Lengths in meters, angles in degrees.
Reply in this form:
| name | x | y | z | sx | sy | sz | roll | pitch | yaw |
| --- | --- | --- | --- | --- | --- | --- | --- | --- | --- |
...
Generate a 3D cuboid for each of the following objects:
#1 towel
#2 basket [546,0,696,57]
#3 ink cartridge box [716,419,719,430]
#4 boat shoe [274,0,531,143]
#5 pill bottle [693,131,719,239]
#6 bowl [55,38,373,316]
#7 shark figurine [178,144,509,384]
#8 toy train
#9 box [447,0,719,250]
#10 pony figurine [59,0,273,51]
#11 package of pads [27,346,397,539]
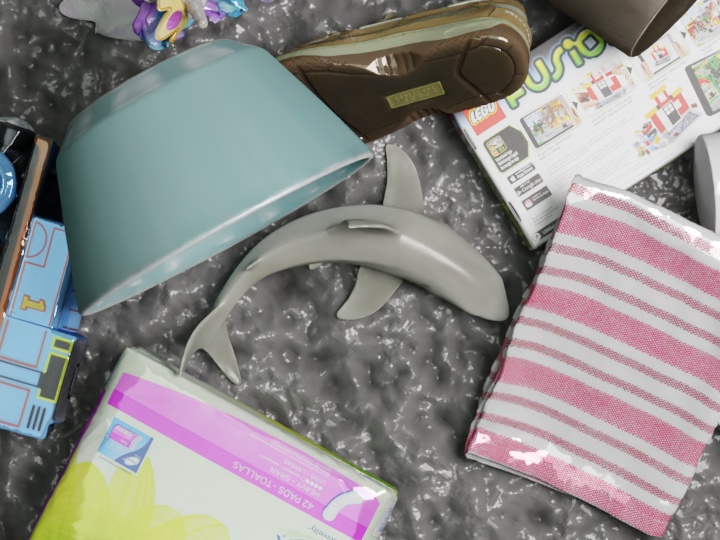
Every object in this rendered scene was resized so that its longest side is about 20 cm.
| name | x | y | z | sx | sy | sz | roll | pitch | yaw |
| --- | --- | --- | --- | --- | --- | --- | --- | --- | --- |
| towel | 0.162 | 0.057 | 1.099 | 0.145 | 0.030 | 0.202 | 22 | 111 | 3 |
| basket | 0.131 | -0.239 | 1.069 | 0.200 | 0.136 | 0.181 | 43 | 122 | 9 |
| ink cartridge box | 0.323 | 0.123 | 1.125 | 0.200 | 0.037 | 0.095 | 42 | 89 | 4 |
| boat shoe | 0.014 | -0.130 | 1.128 | 0.197 | 0.077 | 0.072 | -8 | 130 | 15 |
| pill bottle | 0.310 | -0.061 | 1.092 | 0.197 | 0.111 | 0.112 | -7 | 88 | 1 |
| bowl | -0.103 | -0.065 | 1.056 | 0.199 | 0.201 | 0.106 | -29 | 90 | 0 |
| shark figurine | -0.020 | -0.009 | 1.112 | 0.212 | 0.090 | 0.130 | -13 | 87 | -1 |
| toy train | -0.221 | 0.008 | 1.120 | 0.113 | 0.087 | 0.202 | 16 | 87 | -7 |
| box | 0.166 | -0.112 | 1.135 | 0.199 | 0.035 | 0.111 | -32 | 88 | 0 |
| pony figurine | -0.109 | -0.222 | 1.084 | 0.192 | 0.168 | 0.200 | 25 | 58 | 34 |
| package of pads | -0.096 | 0.162 | 1.117 | 0.198 | 0.068 | 0.156 | 28 | 89 | 2 |
